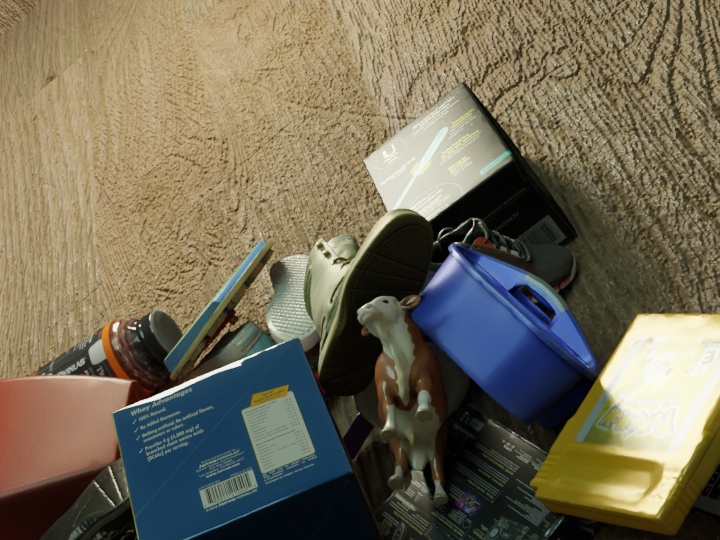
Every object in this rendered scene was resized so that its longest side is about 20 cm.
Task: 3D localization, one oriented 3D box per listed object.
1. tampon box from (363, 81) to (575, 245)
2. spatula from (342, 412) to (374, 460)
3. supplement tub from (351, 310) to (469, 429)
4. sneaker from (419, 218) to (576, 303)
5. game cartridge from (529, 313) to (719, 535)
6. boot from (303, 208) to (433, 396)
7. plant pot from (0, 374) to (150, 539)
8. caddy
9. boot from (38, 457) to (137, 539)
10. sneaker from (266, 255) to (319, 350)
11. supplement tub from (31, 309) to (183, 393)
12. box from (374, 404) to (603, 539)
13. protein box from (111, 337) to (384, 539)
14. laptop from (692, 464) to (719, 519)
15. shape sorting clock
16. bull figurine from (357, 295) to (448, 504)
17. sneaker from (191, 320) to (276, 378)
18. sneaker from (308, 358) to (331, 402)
[{"bbox_3d":[0.115,-0.082,1.564,0.150,0.126,0.200,-37,32,10],"label":"tampon box"},{"bbox_3d":[-0.053,0.218,1.487,0.200,0.057,0.021,-44,67,14],"label":"spatula"},{"bbox_3d":[0.033,0.066,1.489,0.123,0.123,0.200,-37,32,11],"label":"supplement tub"},{"bbox_3d":[0.130,-0.012,1.431,0.200,0.082,0.077,-9,27,-22],"label":"sneaker"},{"bbox_3d":[0.242,0.119,1.177,0.200,0.032,0.176,-52,22,-20],"label":"game cartridge"},{"bbox_3d":[0.000,0.000,1.375,0.155,0.072,0.200,-107,36,-57],"label":"boot"},{"bbox_3d":[-0.307,0.233,1.627,0.176,0.200,0.200,-18,39,18],"label":"plant pot"},{"bbox_3d":[0.144,0.056,1.326,0.200,0.141,0.105,44,98,25],"label":"caddy"},{"bbox_3d":[-0.236,0.290,1.503,0.200,0.151,0.073,-45,31,1],"label":"boot"},{"bbox_3d":[-0.062,0.056,1.632,0.074,0.082,0.200,-15,25,6],"label":"sneaker"},{"bbox_3d":[-0.321,0.128,1.826,0.200,0.107,0.107,-33,34,18],"label":"supplement tub"},{"bbox_3d":[0.111,0.225,1.293,0.160,0.044,0.200,-50,32,-9],"label":"box"},{"bbox_3d":[-0.105,0.202,1.330,0.198,0.135,0.200,-22,37,-3],"label":"protein box"},{"bbox_3d":[0.319,0.097,1.140,0.187,0.116,0.200,-53,33,-16],"label":"laptop"},{"bbox_3d":[-0.161,0.048,1.680,0.200,0.039,0.200,-51,5,6],"label":"shape sorting clock"},{"bbox_3d":[0.043,0.117,1.284,0.065,0.200,0.121,-10,41,10],"label":"bull figurine"},{"bbox_3d":[-0.141,0.118,1.678,0.074,0.082,0.200,-48,7,-19],"label":"sneaker"},{"bbox_3d":[-0.119,0.159,1.593,0.200,0.079,0.096,-41,30,5],"label":"sneaker"}]
